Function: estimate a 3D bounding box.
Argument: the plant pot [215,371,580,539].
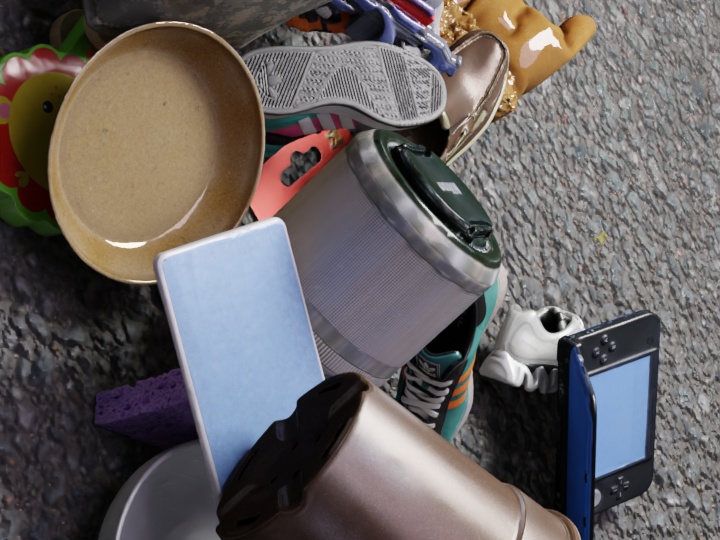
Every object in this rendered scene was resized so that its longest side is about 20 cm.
[{"bbox_3d":[0.016,0.191,1.318,0.198,0.200,0.201,42,49,-17],"label":"plant pot"}]

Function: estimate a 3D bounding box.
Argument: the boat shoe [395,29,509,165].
[{"bbox_3d":[0.069,-0.130,1.628,0.075,0.075,0.203,33,78,2],"label":"boat shoe"}]

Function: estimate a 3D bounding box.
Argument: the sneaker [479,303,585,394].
[{"bbox_3d":[0.200,0.079,1.790,0.199,0.075,0.081,10,93,-47],"label":"sneaker"}]

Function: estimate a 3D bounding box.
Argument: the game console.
[{"bbox_3d":[0.239,0.162,1.726,0.170,0.118,0.201,-17,119,-30],"label":"game console"}]

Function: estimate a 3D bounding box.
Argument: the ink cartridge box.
[{"bbox_3d":[-0.002,-0.029,1.644,0.163,0.057,0.201,-43,114,-45],"label":"ink cartridge box"}]

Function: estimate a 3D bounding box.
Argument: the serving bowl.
[{"bbox_3d":[-0.125,0.228,1.408,0.200,0.066,0.201,12,73,-43],"label":"serving bowl"}]

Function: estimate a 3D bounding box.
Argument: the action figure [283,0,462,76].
[{"bbox_3d":[-0.009,-0.240,1.595,0.200,0.193,0.105,37,52,-33],"label":"action figure"}]

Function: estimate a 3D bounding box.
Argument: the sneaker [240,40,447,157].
[{"bbox_3d":[-0.037,-0.141,1.575,0.199,0.121,0.084,2,82,-26],"label":"sneaker"}]

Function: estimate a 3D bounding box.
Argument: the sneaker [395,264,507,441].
[{"bbox_3d":[0.063,0.079,1.597,0.080,0.071,0.201,-30,140,-60],"label":"sneaker"}]

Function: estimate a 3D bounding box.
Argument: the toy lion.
[{"bbox_3d":[-0.207,-0.100,1.443,0.200,0.068,0.192,46,55,-27],"label":"toy lion"}]

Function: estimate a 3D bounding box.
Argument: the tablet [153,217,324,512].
[{"bbox_3d":[-0.081,0.071,1.377,0.130,0.014,0.201,-20,98,-43],"label":"tablet"}]

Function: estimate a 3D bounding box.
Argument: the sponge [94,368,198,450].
[{"bbox_3d":[-0.094,0.124,1.446,0.200,0.111,0.030,24,58,-40],"label":"sponge"}]

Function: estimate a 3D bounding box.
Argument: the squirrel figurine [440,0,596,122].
[{"bbox_3d":[0.090,-0.235,1.748,0.187,0.141,0.200,53,42,-11],"label":"squirrel figurine"}]

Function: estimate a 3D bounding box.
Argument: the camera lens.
[{"bbox_3d":[0.000,0.000,1.488,0.160,0.200,0.160,42,16,-16],"label":"camera lens"}]

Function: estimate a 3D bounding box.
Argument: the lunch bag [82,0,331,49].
[{"bbox_3d":[-0.097,-0.242,1.436,0.200,0.164,0.118,13,58,-56],"label":"lunch bag"}]

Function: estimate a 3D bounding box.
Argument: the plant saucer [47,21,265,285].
[{"bbox_3d":[-0.160,-0.090,1.413,0.200,0.035,0.201,-16,114,-39],"label":"plant saucer"}]
